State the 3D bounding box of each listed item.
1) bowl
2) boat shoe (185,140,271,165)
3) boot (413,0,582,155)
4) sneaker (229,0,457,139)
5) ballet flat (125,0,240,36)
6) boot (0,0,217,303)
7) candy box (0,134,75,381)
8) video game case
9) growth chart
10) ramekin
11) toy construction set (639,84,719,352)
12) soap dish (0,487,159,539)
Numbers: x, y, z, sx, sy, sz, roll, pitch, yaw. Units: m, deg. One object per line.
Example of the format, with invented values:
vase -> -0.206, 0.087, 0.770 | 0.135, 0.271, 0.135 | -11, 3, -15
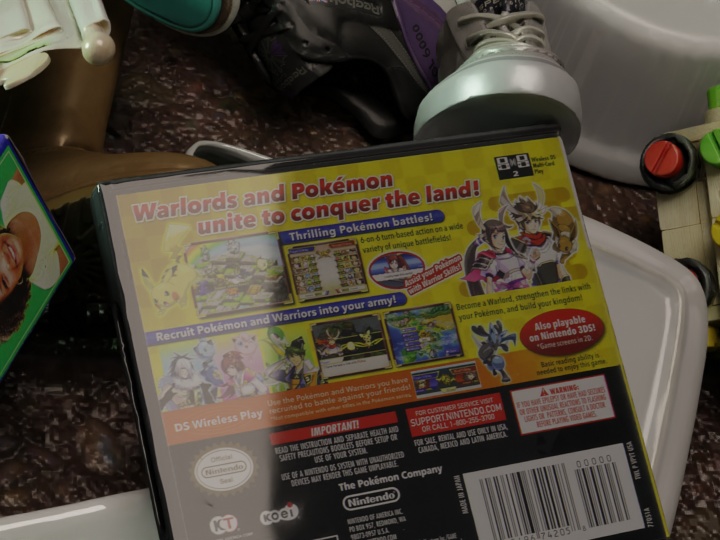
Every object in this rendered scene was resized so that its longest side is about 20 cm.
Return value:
bowl -> 0.057, 0.052, 0.810 | 0.199, 0.075, 0.201 | 21, 68, -11
boat shoe -> 0.000, 0.000, 0.882 | 0.199, 0.067, 0.074 | 18, 52, -1
boot -> 0.058, -0.092, 0.873 | 0.073, 0.200, 0.096 | 6, 78, -6
sneaker -> -0.037, -0.137, 0.940 | 0.199, 0.076, 0.088 | 27, 54, -23
ballet flat -> -0.122, -0.185, 0.875 | 0.200, 0.070, 0.069 | 37, 54, 9
boot -> -0.123, -0.083, 0.875 | 0.174, 0.066, 0.201 | -10, 51, 19
candy box -> -0.232, 0.041, 0.740 | 0.168, 0.077, 0.200 | -1, 46, 28
video game case -> 0.009, 0.041, 0.744 | 0.199, 0.026, 0.182 | -9, 76, -20
growth chart -> -0.200, -0.089, 0.808 | 0.199, 0.018, 0.145 | -18, 34, 3
ramekin -> 0.155, -0.151, 1.016 | 0.199, 0.098, 0.201 | 7, 53, -9
toy construction set -> 0.208, -0.021, 0.911 | 0.131, 0.092, 0.201 | -11, 61, 27
soap dish -> -0.106, 0.187, 0.706 | 0.157, 0.081, 0.201 | -10, 57, -21
